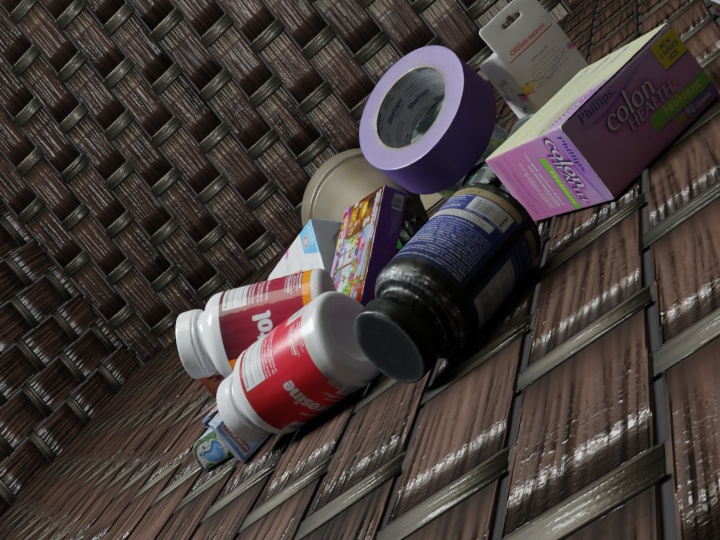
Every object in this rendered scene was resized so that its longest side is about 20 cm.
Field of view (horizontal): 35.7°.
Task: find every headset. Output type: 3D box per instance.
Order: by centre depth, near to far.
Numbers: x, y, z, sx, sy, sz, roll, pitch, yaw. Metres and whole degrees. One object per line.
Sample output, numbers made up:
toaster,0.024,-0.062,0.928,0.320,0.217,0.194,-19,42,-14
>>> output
headset,0.056,-0.031,1.562,0.123,0.094,0.200,-42,15,-14

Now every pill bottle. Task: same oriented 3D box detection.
pill bottle,0.084,0.013,1.095,0.200,0.112,0.111,-45,9,-33
pill bottle,-0.075,0.118,1.292,0.199,0.113,0.112,-36,8,34
pill bottle,-0.125,0.073,1.406,0.196,0.115,0.113,-14,13,11

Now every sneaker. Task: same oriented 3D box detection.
sneaker,0.209,-0.137,1.552,0.200,0.075,0.080,-46,11,43

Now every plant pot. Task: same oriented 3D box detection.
plant pot,0.026,-0.078,1.747,0.199,0.201,0.173,-41,25,-6

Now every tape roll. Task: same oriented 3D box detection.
tape roll,0.097,-0.220,1.640,0.198,0.084,0.203,-24,53,35

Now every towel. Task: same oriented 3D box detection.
towel,0.143,-0.198,1.807,0.199,0.169,0.049,-31,39,50

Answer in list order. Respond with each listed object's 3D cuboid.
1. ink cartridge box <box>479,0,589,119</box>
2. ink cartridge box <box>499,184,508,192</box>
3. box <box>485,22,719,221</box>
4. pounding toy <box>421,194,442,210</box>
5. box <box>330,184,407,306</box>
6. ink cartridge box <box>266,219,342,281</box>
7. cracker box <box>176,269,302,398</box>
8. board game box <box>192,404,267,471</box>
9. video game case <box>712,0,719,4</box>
ink cartridge box,0.262,-0.300,1.666,0.116,0.201,0.067,-41,8,-16
ink cartridge box,0.187,-0.081,1.407,0.200,0.039,0.099,-44,7,-27
box,0.261,-0.157,1.237,0.176,0.097,0.200,-43,7,-16
pounding toy,0.079,-0.182,2.141,0.183,0.143,0.200,-37,8,20
box,0.000,0.000,1.504,0.137,0.039,0.203,-28,47,63
ink cartridge box,-0.078,0.028,1.700,0.067,0.117,0.200,3,-34,-31
cracker box,-0.143,0.095,1.575,0.198,0.058,0.134,-28,-32,-1
board game box,-0.147,0.184,1.479,0.199,0.062,0.200,-34,9,42
video game case,0.527,-0.436,1.510,0.181,0.023,0.200,-41,30,4
